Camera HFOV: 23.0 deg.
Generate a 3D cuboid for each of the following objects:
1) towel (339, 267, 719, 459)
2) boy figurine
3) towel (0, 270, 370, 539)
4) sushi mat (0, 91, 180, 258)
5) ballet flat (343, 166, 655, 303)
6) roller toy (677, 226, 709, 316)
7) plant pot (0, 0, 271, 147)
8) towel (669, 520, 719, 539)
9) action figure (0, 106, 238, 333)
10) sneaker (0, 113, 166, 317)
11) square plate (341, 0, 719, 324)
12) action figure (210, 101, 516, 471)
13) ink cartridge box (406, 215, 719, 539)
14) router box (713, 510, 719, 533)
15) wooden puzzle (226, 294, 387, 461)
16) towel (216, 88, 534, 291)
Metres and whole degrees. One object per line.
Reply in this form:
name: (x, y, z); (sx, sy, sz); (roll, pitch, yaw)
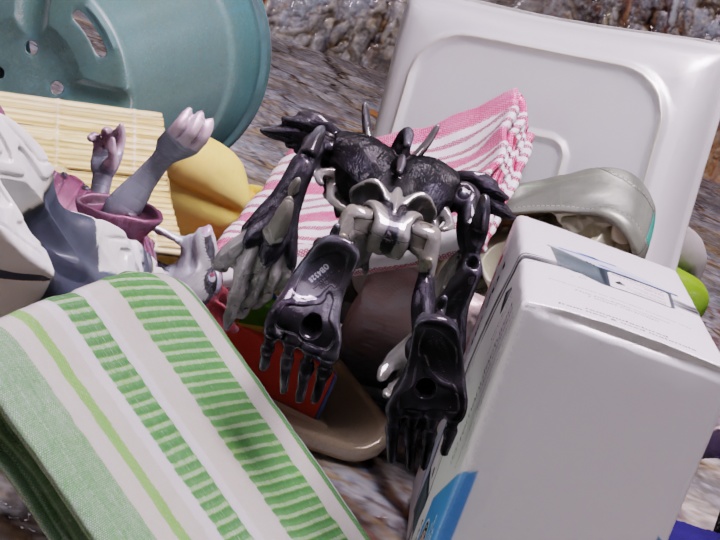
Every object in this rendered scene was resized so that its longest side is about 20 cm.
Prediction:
towel: (0.085, 0.059, 0.915); (0.200, 0.032, 0.191); (20, -14, -2)
boy figurine: (-0.111, -0.031, 0.992); (0.200, 0.124, 0.064); (17, 49, -17)
towel: (-0.062, 0.071, 0.618); (0.153, 0.023, 0.200); (56, 15, 0)
sushi mat: (-0.187, -0.054, 0.876); (0.200, 0.012, 0.096); (6, 54, -23)
ballet flat: (0.054, -0.008, 0.923); (0.200, 0.067, 0.064); (-11, 36, 18)
roller toy: (0.103, 0.009, 1.077); (0.182, 0.140, 0.200); (25, 1, 0)
plant pot: (-0.186, -0.144, 1.211); (0.200, 0.200, 0.196); (22, 19, 10)
towel: (0.195, 0.163, 0.768); (0.200, 0.050, 0.148); (20, 4, 1)
action figure: (-0.144, -0.017, 0.771); (0.200, 0.149, 0.134); (31, -13, -4)
sneaker: (-0.153, 0.029, 0.711); (0.129, 0.080, 0.199); (-17, -36, 18)
square plate: (0.085, -0.049, 0.976); (0.198, 0.200, 0.028); (14, -4, 25)
action figure: (0.000, 0.000, 0.726); (0.119, 0.102, 0.200); (24, 24, -7)
ink cartridge box: (0.078, 0.071, 0.727); (0.086, 0.147, 0.200); (20, 11, -1)
router box: (0.254, 0.119, 0.827); (0.150, 0.062, 0.200); (19, -12, 8)
wooden puzzle: (-0.095, 0.025, 0.902); (0.200, 0.046, 0.185); (15, 13, -21)
towel: (0.006, -0.040, 0.890); (0.146, 0.030, 0.200); (-11, 18, 16)
